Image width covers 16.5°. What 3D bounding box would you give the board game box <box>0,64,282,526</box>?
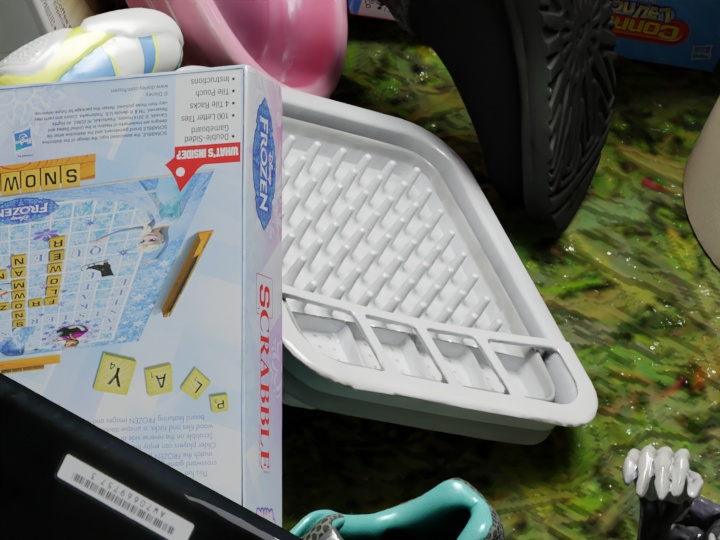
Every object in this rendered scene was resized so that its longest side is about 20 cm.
[{"bbox_3d":[-0.127,0.031,0.921,0.200,0.041,0.200,-3,80,19],"label":"board game box"}]

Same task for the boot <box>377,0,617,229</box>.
[{"bbox_3d":[0.032,-0.124,1.153,0.158,0.211,0.079,11,38,28],"label":"boot"}]

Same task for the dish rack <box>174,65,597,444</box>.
[{"bbox_3d":[0.000,0.000,1.077,0.172,0.044,0.200,11,38,-35],"label":"dish rack"}]

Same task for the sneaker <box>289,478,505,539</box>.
[{"bbox_3d":[-0.029,0.129,0.936,0.200,0.091,0.078,-18,50,-27],"label":"sneaker"}]

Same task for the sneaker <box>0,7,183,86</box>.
[{"bbox_3d":[-0.148,-0.029,1.075,0.200,0.076,0.105,-31,77,-7],"label":"sneaker"}]

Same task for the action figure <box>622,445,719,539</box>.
[{"bbox_3d":[0.145,0.130,0.964,0.119,0.102,0.200,27,49,19],"label":"action figure"}]

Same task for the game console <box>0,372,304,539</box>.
[{"bbox_3d":[-0.109,0.144,0.867,0.200,0.177,0.031,27,2,16],"label":"game console"}]

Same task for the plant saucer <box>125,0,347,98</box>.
[{"bbox_3d":[-0.071,-0.166,1.185,0.051,0.201,0.201,-16,39,23],"label":"plant saucer"}]

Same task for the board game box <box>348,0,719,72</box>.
[{"bbox_3d":[0.091,-0.202,1.312,0.196,0.056,0.200,9,44,-10],"label":"board game box"}]

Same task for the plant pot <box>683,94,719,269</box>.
[{"bbox_3d":[0.264,-0.095,1.145,0.187,0.200,0.187,6,44,-6],"label":"plant pot"}]

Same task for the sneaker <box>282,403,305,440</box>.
[{"bbox_3d":[-0.102,0.045,1.035,0.200,0.060,0.104,-19,53,-35],"label":"sneaker"}]

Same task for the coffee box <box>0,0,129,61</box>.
[{"bbox_3d":[-0.153,-0.170,1.191,0.080,0.113,0.200,-4,41,19],"label":"coffee box"}]
